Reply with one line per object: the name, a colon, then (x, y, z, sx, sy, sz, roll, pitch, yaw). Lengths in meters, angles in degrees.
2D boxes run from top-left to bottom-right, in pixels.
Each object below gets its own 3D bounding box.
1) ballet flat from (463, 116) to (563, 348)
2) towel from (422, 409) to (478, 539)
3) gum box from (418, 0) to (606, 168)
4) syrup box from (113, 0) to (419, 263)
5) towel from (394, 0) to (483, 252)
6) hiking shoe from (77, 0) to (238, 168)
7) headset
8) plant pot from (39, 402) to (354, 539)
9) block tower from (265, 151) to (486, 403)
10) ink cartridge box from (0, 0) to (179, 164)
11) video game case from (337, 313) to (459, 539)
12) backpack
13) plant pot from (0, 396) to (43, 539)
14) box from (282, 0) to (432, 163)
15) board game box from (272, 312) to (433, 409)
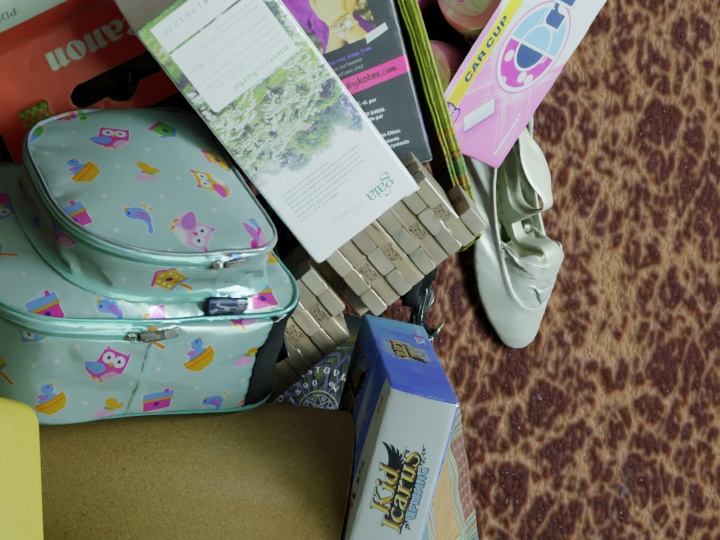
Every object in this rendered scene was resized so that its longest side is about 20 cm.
ballet flat: (0.116, -0.034, 1.757, 0.069, 0.069, 0.200, -27, 112, -42)
towel: (0.056, 0.196, 1.670, 0.200, 0.022, 0.147, -58, 142, -65)
gum box: (0.100, -0.180, 1.658, 0.113, 0.066, 0.200, 18, 108, -56)
syrup box: (-0.057, -0.107, 1.411, 0.079, 0.081, 0.200, -37, 123, 1)
towel: (0.041, -0.110, 1.567, 0.018, 0.086, 0.200, -15, 84, -9)
hiking shoe: (-0.141, -0.107, 1.476, 0.200, 0.076, 0.101, 52, 54, -36)
headset: (0.000, 0.000, 1.603, 0.200, 0.123, 0.094, 26, 74, -60)
plant pot: (-0.123, 0.151, 1.424, 0.200, 0.186, 0.187, 15, 80, -9)
block tower: (-0.018, 0.008, 1.490, 0.200, 0.054, 0.058, -38, 111, 7)
ink cartridge box: (-0.173, -0.179, 1.391, 0.162, 0.050, 0.200, -27, 102, -10)
video game case: (0.005, 0.136, 1.441, 0.045, 0.200, 0.181, 15, 100, -7)
backpack: (-0.153, -0.001, 1.382, 0.200, 0.176, 0.153, -11, 135, -24)
plant pot: (-0.279, 0.146, 1.278, 0.176, 0.200, 0.200, -9, 99, -56)
box: (-0.033, -0.162, 1.528, 0.106, 0.122, 0.200, -15, 106, -3)
board game box: (-0.041, 0.123, 1.574, 0.135, 0.028, 0.200, 16, 81, -8)
